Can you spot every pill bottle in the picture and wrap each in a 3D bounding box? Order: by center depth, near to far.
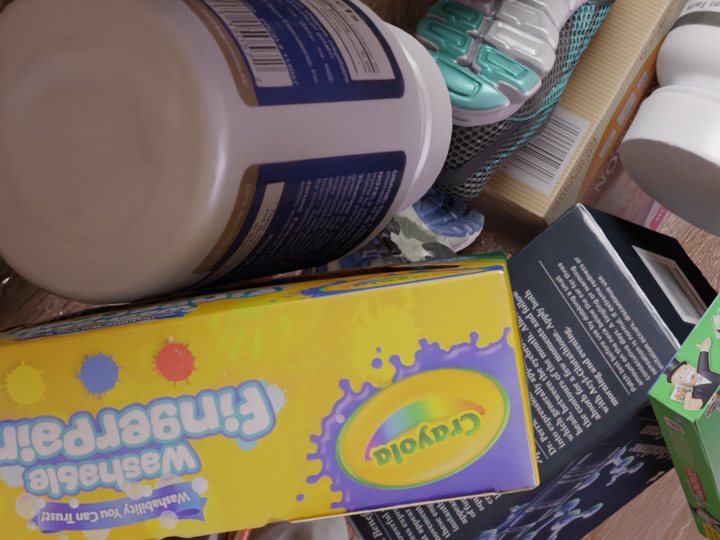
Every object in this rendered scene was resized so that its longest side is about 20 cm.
[{"bbox_3d":[-0.046,-0.052,0.786,0.200,0.111,0.112,-11,127,-61],"label":"pill bottle"},{"bbox_3d":[0.221,-0.119,1.081,0.201,0.113,0.114,-58,158,-13],"label":"pill bottle"}]

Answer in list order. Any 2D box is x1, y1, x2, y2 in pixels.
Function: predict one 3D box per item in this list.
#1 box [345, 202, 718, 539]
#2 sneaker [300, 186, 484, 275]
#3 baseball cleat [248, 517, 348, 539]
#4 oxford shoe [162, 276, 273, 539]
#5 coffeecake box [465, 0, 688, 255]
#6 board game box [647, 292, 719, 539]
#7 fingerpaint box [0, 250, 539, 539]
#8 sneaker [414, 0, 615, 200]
[{"bbox_3d":[0.095,0.074,1.133,0.200,0.107,0.148,-40,158,19],"label":"box"},{"bbox_3d":[0.000,0.000,0.965,0.085,0.077,0.200,-53,-177,18],"label":"sneaker"},{"bbox_3d":[-0.080,0.177,1.041,0.200,0.070,0.107,-41,-162,9],"label":"baseball cleat"},{"bbox_3d":[-0.077,0.080,0.932,0.071,0.072,0.201,-155,-109,-70],"label":"oxford shoe"},{"bbox_3d":[0.128,-0.081,1.171,0.154,0.073,0.200,-60,158,-4],"label":"coffeecake box"},{"bbox_3d":[0.206,0.054,1.078,0.135,0.029,0.200,-52,152,-12],"label":"board game box"},{"bbox_3d":[-0.042,0.043,0.739,0.167,0.199,0.074,-34,115,-85],"label":"fingerpaint box"},{"bbox_3d":[0.073,-0.108,1.009,0.200,0.077,0.092,-49,160,-43],"label":"sneaker"}]
